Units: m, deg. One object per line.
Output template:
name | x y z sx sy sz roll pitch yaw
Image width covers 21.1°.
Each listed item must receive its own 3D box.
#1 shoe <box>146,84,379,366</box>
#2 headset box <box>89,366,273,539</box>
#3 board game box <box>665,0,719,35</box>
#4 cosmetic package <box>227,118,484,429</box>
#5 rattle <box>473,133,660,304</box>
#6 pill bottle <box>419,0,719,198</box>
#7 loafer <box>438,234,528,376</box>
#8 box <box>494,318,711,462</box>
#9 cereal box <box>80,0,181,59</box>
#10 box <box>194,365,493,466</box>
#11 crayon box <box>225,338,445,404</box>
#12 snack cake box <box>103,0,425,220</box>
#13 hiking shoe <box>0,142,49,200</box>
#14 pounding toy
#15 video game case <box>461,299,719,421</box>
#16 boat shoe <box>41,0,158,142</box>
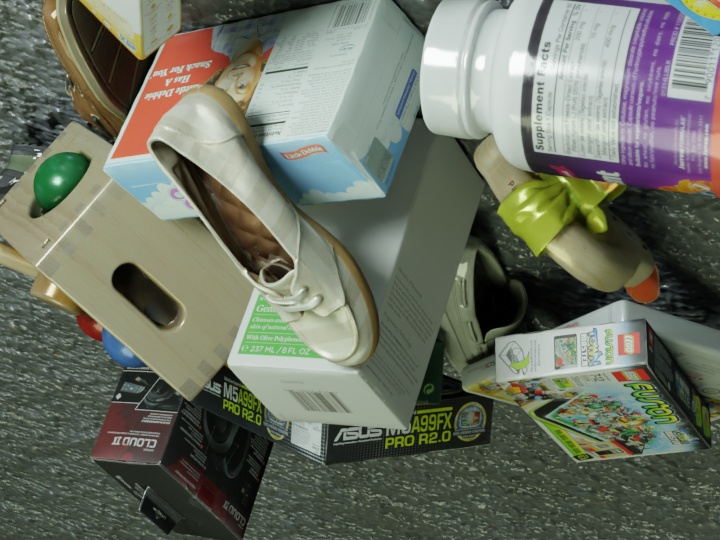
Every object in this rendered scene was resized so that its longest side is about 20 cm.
shoe | -0.061 -0.017 1.182 0.070 0.053 0.200 -25 105 42
headset box | -0.139 0.125 1.652 0.077 0.201 0.149 2 150 31
board game box | 0.172 -0.217 0.935 0.195 0.056 0.200 31 152 -21
cosmetic package | 0.000 0.000 1.311 0.107 0.201 0.085 0 149 30
rattle | 0.177 -0.058 1.273 0.200 0.143 0.130 23 -169 -44
pill bottle | 0.140 -0.106 1.109 0.199 0.112 0.112 9 152 21
loafer | 0.095 0.034 1.463 0.070 0.070 0.200 6 153 32
box | 0.179 0.090 1.402 0.110 0.035 0.200 -8 156 21
cereal box | -0.162 -0.220 1.099 0.144 0.040 0.200 45 163 12
box | -0.017 0.102 1.544 0.160 0.044 0.200 -4 -167 -33
crayon box | -0.033 0.059 1.507 0.125 0.052 0.200 -1 -170 -24
snack cake box | -0.059 -0.102 1.251 0.200 0.115 0.067 -4 145 40
hiking shoe | -0.208 -0.015 1.525 0.200 0.101 0.076 33 173 -18
pounding toy | -0.199 -0.011 1.405 0.200 0.142 0.184 44 174 -26
video game case | 0.208 0.078 1.448 0.199 0.023 0.182 16 153 -32
boat shoe | -0.172 -0.127 1.331 0.068 0.072 0.200 3 149 28
